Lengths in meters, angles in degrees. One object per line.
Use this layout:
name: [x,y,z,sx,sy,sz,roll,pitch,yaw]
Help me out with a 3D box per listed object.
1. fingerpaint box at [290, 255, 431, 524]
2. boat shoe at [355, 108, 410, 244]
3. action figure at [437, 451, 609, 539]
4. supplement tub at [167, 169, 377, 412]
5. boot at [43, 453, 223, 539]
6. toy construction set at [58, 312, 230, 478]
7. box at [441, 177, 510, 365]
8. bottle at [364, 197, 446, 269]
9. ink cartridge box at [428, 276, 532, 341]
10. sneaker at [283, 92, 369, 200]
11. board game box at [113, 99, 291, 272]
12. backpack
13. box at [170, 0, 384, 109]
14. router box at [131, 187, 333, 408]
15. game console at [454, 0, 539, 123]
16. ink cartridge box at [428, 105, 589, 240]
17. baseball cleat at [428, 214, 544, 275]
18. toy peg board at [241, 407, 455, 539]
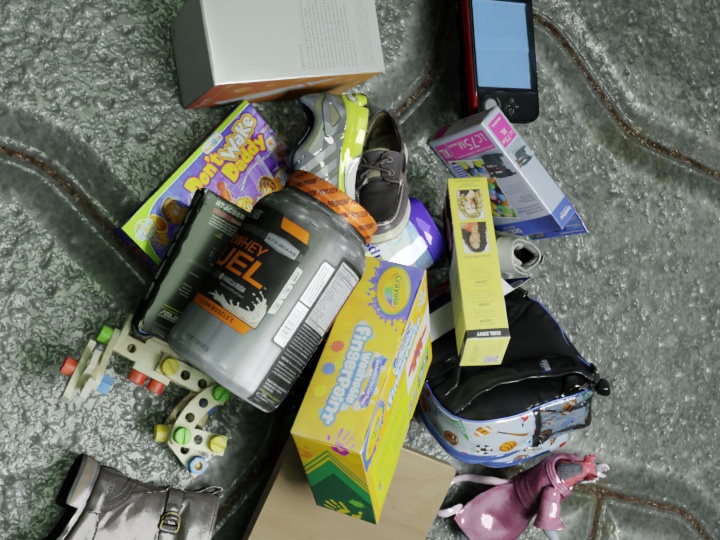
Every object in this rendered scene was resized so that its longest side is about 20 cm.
fingerpaint box: [0.008,0.118,0.901,0.072,0.168,0.202,12,57,15]
boat shoe: [0.020,-0.110,1.029,0.201,0.071,0.065,-80,160,-48]
action figure: [0.207,0.257,1.095,0.148,0.200,0.134,39,40,-5]
supplement tub: [-0.076,0.016,0.841,0.122,0.122,0.201,36,80,-20]
boot: [-0.239,0.296,0.934,0.173,0.069,0.202,27,74,-22]
toy construction set: [-0.216,0.119,0.948,0.199,0.092,0.132,35,73,-32]
box: [0.126,-0.001,1.023,0.049,0.076,0.203,-3,61,-2]
bottle: [0.000,0.000,1.046,0.199,0.065,0.084,-34,100,-5]
ink cartridge box: [0.104,0.043,1.101,0.198,0.094,0.038,-27,99,-25]
sneaker: [-0.048,-0.099,1.001,0.080,0.074,0.203,8,90,-19]
board game box: [-0.152,-0.068,1.007,0.135,0.045,0.201,46,70,-17]
backpack: [0.160,0.136,1.080,0.188,0.201,0.156,-11,125,-17]
box: [-0.092,-0.244,1.001,0.197,0.124,0.099,-10,92,-26]
router box: [-0.111,0.029,0.928,0.198,0.062,0.151,30,84,-21]
game console: [0.176,-0.294,1.140,0.170,0.118,0.203,-3,90,-26]
ink cartridge box: [0.183,-0.105,1.134,0.200,0.119,0.042,47,67,-17]
baseball cleat: [0.133,-0.031,1.113,0.197,0.106,0.071,2,92,-24]
toy peg board: [-0.029,0.267,1.040,0.198,0.098,0.201,24,93,-22]
